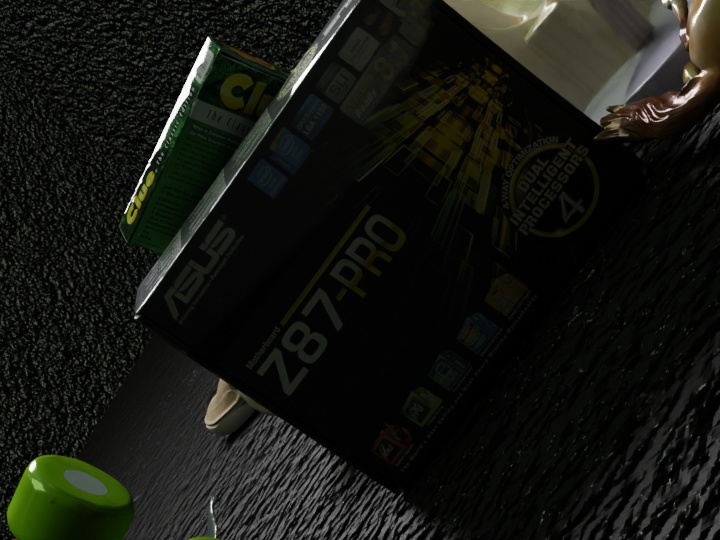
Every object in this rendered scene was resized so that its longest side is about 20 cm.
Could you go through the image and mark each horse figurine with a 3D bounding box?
[{"bbox_3d":[0.164,-0.135,0.573,0.133,0.049,0.202,-89,21,-77],"label":"horse figurine"}]

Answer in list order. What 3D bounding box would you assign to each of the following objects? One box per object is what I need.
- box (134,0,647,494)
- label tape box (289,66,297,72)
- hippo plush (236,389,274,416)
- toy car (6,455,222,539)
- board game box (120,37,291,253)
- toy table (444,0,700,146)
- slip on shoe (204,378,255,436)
[{"bbox_3d":[0.013,-0.019,0.647,0.201,0.160,0.049,-52,15,9],"label":"box"},{"bbox_3d":[0.010,-0.131,0.892,0.200,0.066,0.143,-41,11,-17],"label":"label tape box"},{"bbox_3d":[0.000,0.000,0.860,0.160,0.161,0.199,-28,-21,31],"label":"hippo plush"},{"bbox_3d":[-0.117,0.182,0.700,0.166,0.156,0.200,-63,-4,7],"label":"toy car"},{"bbox_3d":[-0.013,-0.033,0.701,0.106,0.198,0.024,-60,33,16],"label":"board game box"},{"bbox_3d":[0.108,-0.136,0.737,0.185,0.117,0.200,-58,10,-22],"label":"toy table"},{"bbox_3d":[-0.095,0.076,1.208,0.200,0.060,0.076,-46,12,46],"label":"slip on shoe"}]
